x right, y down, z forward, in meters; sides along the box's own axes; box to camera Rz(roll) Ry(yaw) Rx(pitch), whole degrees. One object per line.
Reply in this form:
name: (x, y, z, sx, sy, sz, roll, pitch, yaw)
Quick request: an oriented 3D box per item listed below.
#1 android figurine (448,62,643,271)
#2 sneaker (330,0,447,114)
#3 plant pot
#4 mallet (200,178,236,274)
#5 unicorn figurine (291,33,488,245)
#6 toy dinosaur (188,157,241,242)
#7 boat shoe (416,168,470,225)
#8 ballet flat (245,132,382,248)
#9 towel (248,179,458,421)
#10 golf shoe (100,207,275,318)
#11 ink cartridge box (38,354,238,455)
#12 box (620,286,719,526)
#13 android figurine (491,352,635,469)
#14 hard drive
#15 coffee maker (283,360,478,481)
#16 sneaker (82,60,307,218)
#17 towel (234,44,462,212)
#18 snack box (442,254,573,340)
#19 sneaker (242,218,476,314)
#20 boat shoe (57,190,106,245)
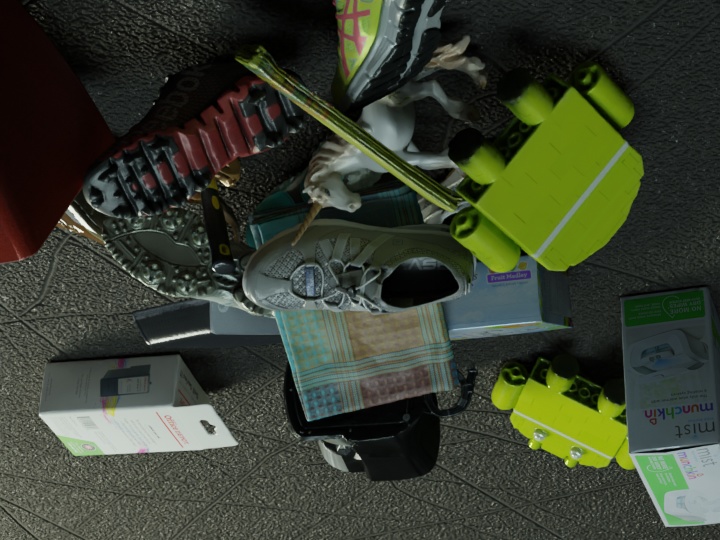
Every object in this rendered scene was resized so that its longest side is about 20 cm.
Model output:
android figurine: (0.157, -0.078, 1.437, 0.182, 0.041, 0.200, -52, 133, 3)
sneaker: (0.012, -0.199, 1.321, 0.078, 0.090, 0.200, -32, 162, -34)
plant pot: (-0.336, -0.120, 1.354, 0.200, 0.200, 0.177, -9, 118, 18)
mallet: (-0.116, -0.067, 1.448, 0.066, 0.200, 0.041, 8, 130, -30)
unicorn figurine: (0.027, -0.113, 1.444, 0.137, 0.074, 0.200, 10, 113, 3)
toy dinosaur: (-0.149, -0.076, 1.581, 0.200, 0.061, 0.106, 33, 160, -32)
boat shoe: (0.087, -0.041, 1.593, 0.071, 0.069, 0.200, 13, 149, -20)
ballet flat: (-0.032, -0.062, 1.576, 0.072, 0.072, 0.200, 17, 149, -24)
towel: (-0.003, 0.028, 1.526, 0.146, 0.022, 0.200, -13, 110, 3)
golf shoe: (-0.140, -0.003, 1.576, 0.200, 0.078, 0.097, 23, 173, -9)
ink cartridge box: (-0.242, 0.150, 1.954, 0.200, 0.067, 0.117, -4, 149, 13)
box: (0.334, 0.143, 1.790, 0.096, 0.177, 0.200, -8, 150, 17)
android figurine: (0.231, 0.160, 1.919, 0.182, 0.041, 0.200, 26, 151, 5)
hard drive: (-0.107, 0.048, 1.707, 0.135, 0.042, 0.200, -12, 171, 44)
coffee maker: (0.029, 0.152, 1.838, 0.192, 0.135, 0.200, 19, 167, 17)
sneaker: (-0.143, -0.110, 1.408, 0.200, 0.098, 0.071, -32, 131, -19)
towel: (-0.010, -0.111, 1.354, 0.200, 0.018, 0.086, 36, -178, -16)
snack box: (0.103, 0.029, 1.644, 0.168, 0.068, 0.200, -6, 177, 13)
sneaker: (0.000, 0.000, 1.460, 0.200, 0.082, 0.075, -8, 112, 0)
boat shoe: (-0.269, -0.076, 1.569, 0.068, 0.072, 0.200, -11, 143, 45)
